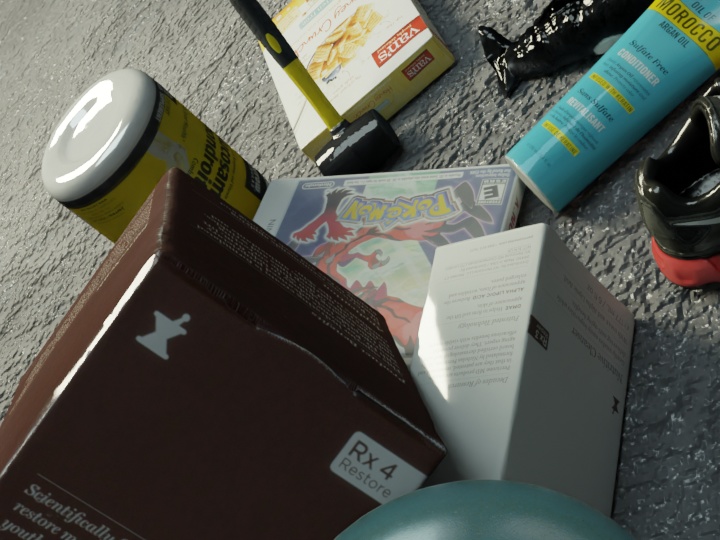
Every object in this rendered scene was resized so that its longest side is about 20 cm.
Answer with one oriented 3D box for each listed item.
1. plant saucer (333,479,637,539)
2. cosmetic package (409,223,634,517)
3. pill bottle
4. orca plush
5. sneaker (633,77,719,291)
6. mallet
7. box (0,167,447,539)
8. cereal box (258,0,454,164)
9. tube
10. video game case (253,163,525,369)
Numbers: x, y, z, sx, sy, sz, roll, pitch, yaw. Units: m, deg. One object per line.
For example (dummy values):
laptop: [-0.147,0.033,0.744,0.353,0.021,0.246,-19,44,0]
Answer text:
plant saucer: [0.056,0.195,0.534,0.200,0.200,0.027,-44,2,7]
cosmetic package: [0.082,0.091,0.651,0.080,0.113,0.202,-14,52,38]
pill bottle: [-0.134,-0.051,0.908,0.111,0.200,0.113,-26,44,28]
orca plush: [0.163,-0.204,0.841,0.198,0.071,0.106,-14,50,37]
sneaker: [0.233,-0.071,0.643,0.199,0.098,0.071,-33,39,19]
mallet: [-0.042,-0.160,0.928,0.065,0.201,0.041,-29,9,11]
box: [-0.081,0.074,0.624,0.165,0.165,0.200,-52,15,8]
cereal box: [-0.011,-0.192,1.032,0.144,0.039,0.201,-40,39,14]
tube: [0.182,-0.124,0.780,0.200,0.050,0.078,-44,67,4]
video game case: [0.000,0.000,0.807,0.198,0.023,0.183,-2,46,24]
